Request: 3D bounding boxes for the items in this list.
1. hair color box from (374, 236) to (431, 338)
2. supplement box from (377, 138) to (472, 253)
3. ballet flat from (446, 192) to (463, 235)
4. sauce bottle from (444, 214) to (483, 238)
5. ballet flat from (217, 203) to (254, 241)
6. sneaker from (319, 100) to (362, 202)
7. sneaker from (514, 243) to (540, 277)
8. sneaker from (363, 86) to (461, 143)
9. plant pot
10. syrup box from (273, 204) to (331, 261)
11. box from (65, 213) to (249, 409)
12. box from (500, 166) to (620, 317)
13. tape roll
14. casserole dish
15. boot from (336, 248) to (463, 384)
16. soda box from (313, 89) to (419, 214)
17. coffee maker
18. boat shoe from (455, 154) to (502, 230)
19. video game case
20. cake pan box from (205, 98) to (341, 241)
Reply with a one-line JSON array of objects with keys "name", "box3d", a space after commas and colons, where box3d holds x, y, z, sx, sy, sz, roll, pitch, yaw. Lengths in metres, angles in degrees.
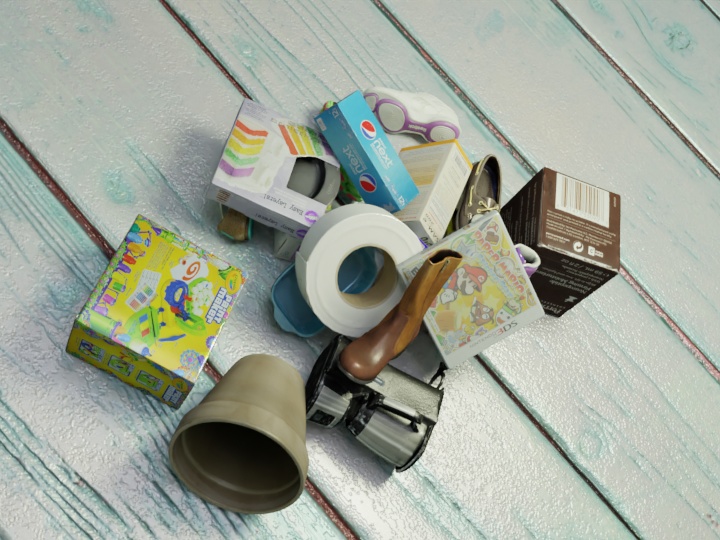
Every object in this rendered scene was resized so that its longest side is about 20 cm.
[{"name": "hair color box", "box3d": [0.124, 0.046, 1.704, 0.200, 0.109, 0.065, 45, 56, 4]}, {"name": "supplement box", "box3d": [0.103, -0.130, 1.767, 0.074, 0.125, 0.201, 52, 49, -35]}, {"name": "ballet flat", "box3d": [0.187, -0.090, 1.826, 0.066, 0.067, 0.202, 13, 60, -19]}, {"name": "sauce bottle", "box3d": [0.163, -0.030, 1.706, 0.065, 0.200, 0.067, 11, 58, -19]}, {"name": "ballet flat", "box3d": [-0.201, -0.141, 1.692, 0.071, 0.068, 0.202, 8, 64, 2]}, {"name": "sneaker", "box3d": [-0.014, -0.219, 1.798, 0.083, 0.077, 0.202, -6, 69, -22]}, {"name": "sneaker", "box3d": [0.204, -0.002, 1.632, 0.199, 0.114, 0.073, -11, 67, -34]}, {"name": "sneaker", "box3d": [0.095, -0.301, 1.903, 0.198, 0.075, 0.100, 21, 40, -13]}, {"name": "plant pot", "box3d": [-0.155, 0.221, 1.459, 0.199, 0.201, 0.174, 28, 41, -8]}, {"name": "syrup box", "box3d": [-0.099, -0.121, 1.708, 0.081, 0.079, 0.202, 7, 62, -21]}, {"name": "box", "box3d": [-0.301, 0.062, 1.500, 0.191, 0.122, 0.201, 29, 56, -7]}, {"name": "box", "box3d": [0.342, -0.047, 1.793, 0.164, 0.200, 0.166, 17, 59, -15]}, {"name": "tape roll", "box3d": [0.000, 0.000, 1.584, 0.200, 0.071, 0.205, -5, 108, -16]}, {"name": "casserole dish", "box3d": [-0.063, 0.017, 1.633, 0.200, 0.039, 0.122, -42, 114, -11]}, {"name": "boot", "box3d": [0.062, 0.066, 1.477, 0.069, 0.201, 0.187, 46, 32, 20]}, {"name": "soda box", "box3d": [0.012, -0.188, 1.660, 0.068, 0.064, 0.201, -41, 104, -44]}, {"name": "coffee maker", "box3d": [0.018, 0.193, 1.588, 0.199, 0.135, 0.193, 31, 32, -8]}, {"name": "boat shoe", "box3d": [0.215, -0.115, 1.774, 0.071, 0.060, 0.202, 20, 56, -15]}, {"name": "video game case", "box3d": [0.175, 0.033, 1.589, 0.181, 0.023, 0.201, -29, 113, -1]}, {"name": "cake pan box", "box3d": [-0.132, -0.161, 1.638, 0.198, 0.052, 0.186, 25, 60, -11]}]
